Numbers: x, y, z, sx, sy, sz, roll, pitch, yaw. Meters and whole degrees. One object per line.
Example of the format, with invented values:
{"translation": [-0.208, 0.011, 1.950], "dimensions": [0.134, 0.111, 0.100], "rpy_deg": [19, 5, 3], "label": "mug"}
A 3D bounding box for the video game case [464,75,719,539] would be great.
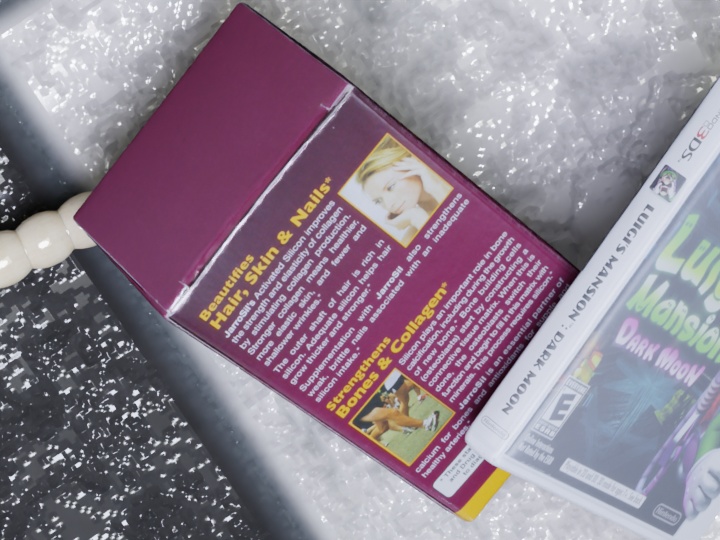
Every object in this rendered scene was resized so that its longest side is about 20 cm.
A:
{"translation": [0.143, 0.022, 1.230], "dimensions": [0.182, 0.023, 0.200], "rpy_deg": [-55, 147, 4], "label": "video game case"}

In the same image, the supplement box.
{"translation": [0.000, 0.000, 1.178], "dimensions": [0.110, 0.086, 0.200], "rpy_deg": [-51, 132, 2], "label": "supplement box"}

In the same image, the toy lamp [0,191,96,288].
{"translation": [-0.153, 0.003, 1.188], "dimensions": [0.199, 0.058, 0.058], "rpy_deg": [-24, 110, -7], "label": "toy lamp"}
